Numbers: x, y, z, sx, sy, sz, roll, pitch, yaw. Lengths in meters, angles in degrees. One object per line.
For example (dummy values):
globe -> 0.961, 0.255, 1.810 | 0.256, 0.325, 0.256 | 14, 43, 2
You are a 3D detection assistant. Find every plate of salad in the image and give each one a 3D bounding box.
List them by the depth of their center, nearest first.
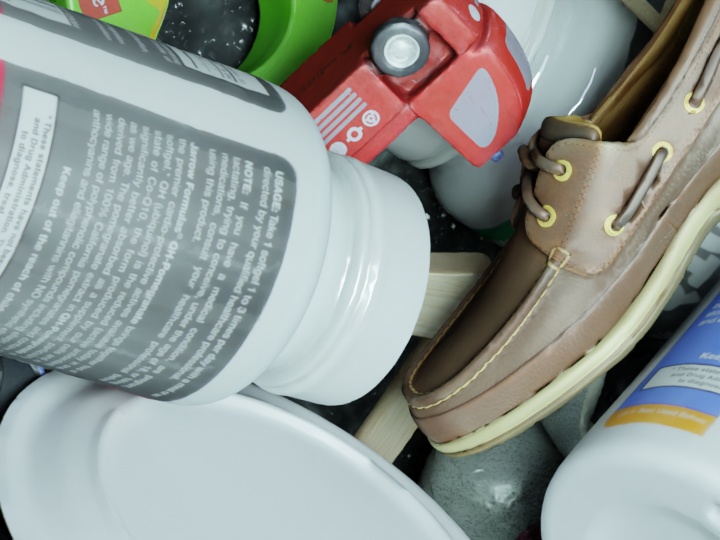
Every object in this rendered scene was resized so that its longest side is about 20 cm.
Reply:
plate of salad -> -0.033, 0.102, 0.977 | 0.200, 0.200, 0.048 | 22, 119, -23

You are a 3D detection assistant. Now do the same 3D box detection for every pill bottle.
pill bottle -> -0.079, -0.020, 0.957 | 0.200, 0.111, 0.111 | 18, 79, -33
pill bottle -> 0.157, 0.049, 1.039 | 0.200, 0.112, 0.112 | -44, 106, -39
pill bottle -> 0.098, -0.048, 1.154 | 0.200, 0.113, 0.113 | 30, 74, -20

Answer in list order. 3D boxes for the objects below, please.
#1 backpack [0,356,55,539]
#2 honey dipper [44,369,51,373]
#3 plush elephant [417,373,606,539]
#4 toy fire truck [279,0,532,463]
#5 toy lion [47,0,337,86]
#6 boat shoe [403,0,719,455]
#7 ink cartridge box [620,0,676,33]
backpack -> -0.196, 0.096, 0.990 | 0.182, 0.134, 0.201 | 14, 79, -24
honey dipper -> -0.088, 0.090, 1.020 | 0.038, 0.200, 0.038 | -10, 129, -13
plush elephant -> 0.080, 0.112, 1.128 | 0.200, 0.165, 0.155 | 22, 34, -55
toy fire truck -> 0.000, 0.000, 1.079 | 0.200, 0.049, 0.141 | -42, 113, 12
toy lion -> -0.063, -0.152, 1.116 | 0.191, 0.069, 0.201 | -21, 96, -33
boat shoe -> 0.081, -0.025, 1.029 | 0.068, 0.072, 0.200 | 42, 92, -21
ink cartridge box -> 0.169, -0.134, 1.151 | 0.200, 0.165, 0.075 | 10, 115, -30
